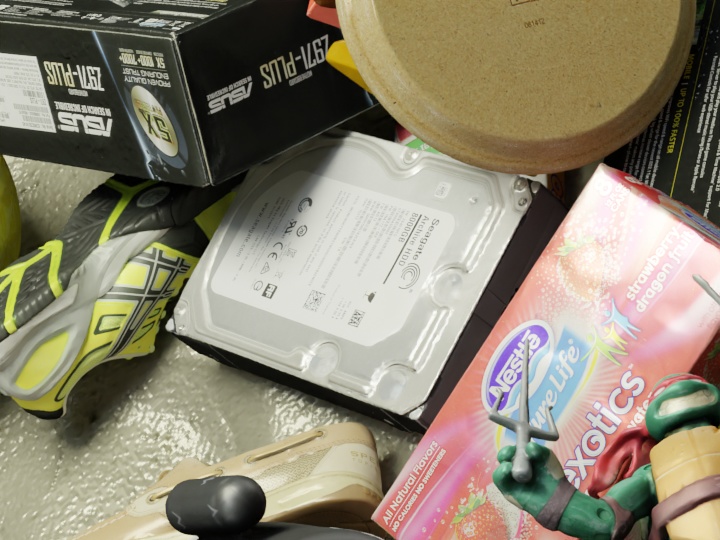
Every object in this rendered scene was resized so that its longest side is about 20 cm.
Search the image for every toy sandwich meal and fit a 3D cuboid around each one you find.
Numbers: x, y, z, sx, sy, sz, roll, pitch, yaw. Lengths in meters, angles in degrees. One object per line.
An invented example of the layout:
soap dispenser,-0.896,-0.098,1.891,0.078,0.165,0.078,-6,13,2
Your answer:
toy sandwich meal,0.066,-0.138,1.364,0.206,0.205,0.070,-62,7,-15

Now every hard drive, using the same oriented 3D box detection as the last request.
hard drive,0.000,0.000,1.433,0.200,0.038,0.140,19,76,44

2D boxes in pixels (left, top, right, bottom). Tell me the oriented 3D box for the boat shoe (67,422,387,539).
boat shoe,-0.080,0.133,1.416,0.199,0.071,0.065,-17,48,12

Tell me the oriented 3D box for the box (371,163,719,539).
box,0.111,0.066,1.266,0.103,0.095,0.200,39,101,34

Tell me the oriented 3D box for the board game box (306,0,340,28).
board game box,0.063,-0.197,1.468,0.040,0.153,0.200,129,156,-54

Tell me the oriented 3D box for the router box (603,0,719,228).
router box,0.198,-0.065,1.359,0.149,0.051,0.200,-1,61,32

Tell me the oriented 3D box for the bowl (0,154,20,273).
bowl,-0.266,0.002,1.598,0.200,0.108,0.201,-18,52,24

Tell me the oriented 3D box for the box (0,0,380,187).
box,-0.093,-0.122,1.506,0.164,0.086,0.200,-29,25,-36

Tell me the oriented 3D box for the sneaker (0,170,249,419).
sneaker,-0.132,0.002,1.537,0.200,0.077,0.075,-38,30,-17

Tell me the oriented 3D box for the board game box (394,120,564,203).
board game box,0.062,-0.045,1.460,0.095,0.030,0.201,-16,56,27

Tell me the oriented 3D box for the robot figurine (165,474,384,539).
robot figurine,-0.035,0.180,1.280,0.200,0.125,0.151,-6,70,65

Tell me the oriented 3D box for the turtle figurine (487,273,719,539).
turtle figurine,0.143,0.091,1.126,0.149,0.101,0.200,-30,46,14
